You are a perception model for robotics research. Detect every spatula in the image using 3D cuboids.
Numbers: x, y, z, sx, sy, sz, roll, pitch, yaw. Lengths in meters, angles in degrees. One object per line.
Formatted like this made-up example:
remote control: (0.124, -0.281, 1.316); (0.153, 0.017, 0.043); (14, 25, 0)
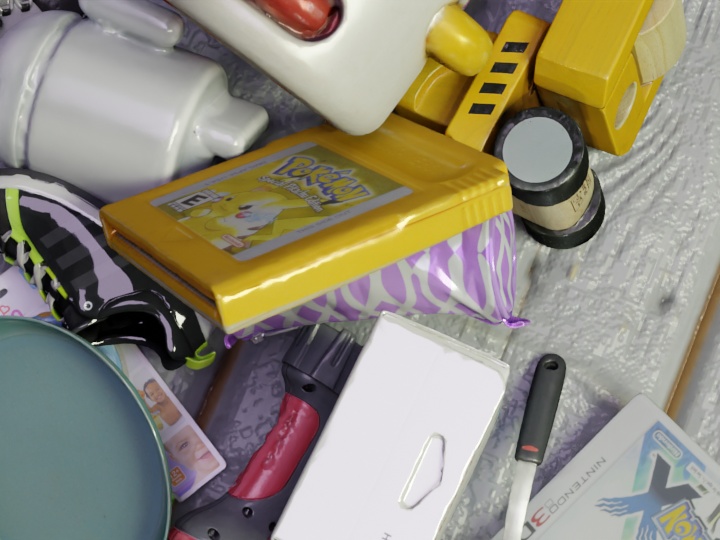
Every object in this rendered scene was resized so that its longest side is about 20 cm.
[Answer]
spatula: (0.101, 0.136, 1.096); (0.056, 0.021, 0.201); (10, 60, 13)

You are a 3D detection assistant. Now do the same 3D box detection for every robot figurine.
robot figurine: (-0.164, -0.101, 1.146); (0.199, 0.113, 0.170); (20, 113, 7)

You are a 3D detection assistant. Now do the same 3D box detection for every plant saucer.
plant saucer: (-0.197, 0.121, 1.102); (0.199, 0.027, 0.201); (9, 109, 26)

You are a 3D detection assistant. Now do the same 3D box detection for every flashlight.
flashlight: (-0.063, 0.123, 1.117); (0.068, 0.068, 0.201); (29, 83, 8)

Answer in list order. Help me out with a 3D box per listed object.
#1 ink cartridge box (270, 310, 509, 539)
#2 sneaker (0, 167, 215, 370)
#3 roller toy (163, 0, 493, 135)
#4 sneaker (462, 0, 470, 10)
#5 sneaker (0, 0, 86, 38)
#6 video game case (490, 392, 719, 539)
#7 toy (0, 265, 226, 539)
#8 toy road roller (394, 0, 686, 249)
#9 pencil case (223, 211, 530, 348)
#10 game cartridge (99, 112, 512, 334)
ink cartridge box: (0.022, 0.118, 1.044); (0.086, 0.200, 0.147); (25, 81, 9)
sneaker: (-0.179, 0.003, 1.123); (0.199, 0.072, 0.083); (22, 58, 2)
roller toy: (-0.029, -0.183, 1.054); (0.140, 0.182, 0.200); (-54, 48, 3)
sneaker: (-0.005, -0.219, 1.183); (0.200, 0.080, 0.089); (36, 107, 15)
sneaker: (-0.267, -0.171, 1.182); (0.199, 0.089, 0.074); (-29, 77, -4)
video game case: (0.164, 0.194, 1.045); (0.182, 0.022, 0.200); (-45, 45, 2)
toy: (-0.192, 0.083, 1.144); (0.115, 0.047, 0.200); (-38, 79, -6)
toy road roller: (0.109, -0.124, 1.131); (0.146, 0.123, 0.201); (26, 81, 20)
pencil case: (0.000, 0.000, 1.077); (0.199, 0.084, 0.086); (-5, 90, 19)
game cartridge: (-0.032, -0.038, 1.033); (0.199, 0.176, 0.033); (-25, 118, -22)
